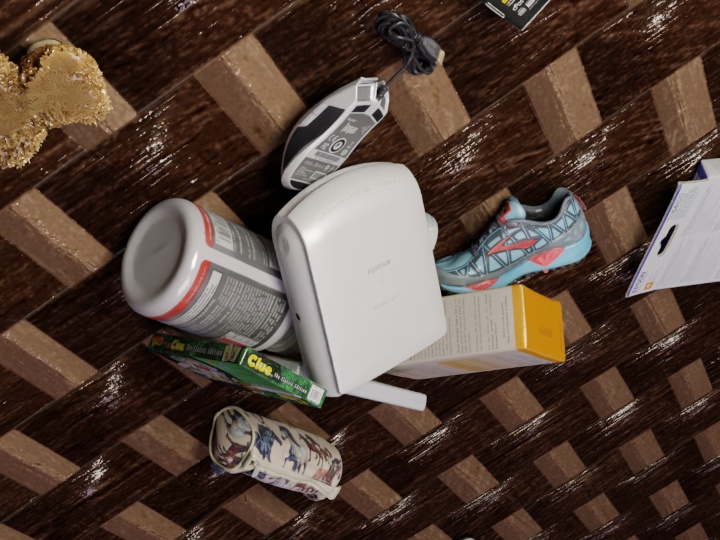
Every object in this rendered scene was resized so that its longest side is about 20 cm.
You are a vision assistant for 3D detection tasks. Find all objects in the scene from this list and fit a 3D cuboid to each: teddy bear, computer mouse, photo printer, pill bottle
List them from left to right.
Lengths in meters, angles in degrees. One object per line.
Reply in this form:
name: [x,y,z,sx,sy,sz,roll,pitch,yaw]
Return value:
teddy bear: [-0.302,-0.136,0.868,0.198,0.067,0.145,-31,132,14]
pill bottle: [-0.130,0.015,1.080,0.116,0.117,0.199,-43,138,19]
computer mouse: [-0.011,-0.156,1.014,0.200,0.044,0.109,-44,159,18]
photo printer: [0.000,0.000,1.073,0.165,0.069,0.203,-25,113,-33]

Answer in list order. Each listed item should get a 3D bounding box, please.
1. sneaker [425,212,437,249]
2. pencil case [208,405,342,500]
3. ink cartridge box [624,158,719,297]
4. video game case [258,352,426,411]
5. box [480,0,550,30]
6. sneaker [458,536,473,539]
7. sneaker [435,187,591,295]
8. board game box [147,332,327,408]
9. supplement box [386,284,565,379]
sneaker: [0.000,0.008,1.192,0.081,0.074,0.202,18,114,-33]
pencil case: [-0.103,0.236,1.360,0.078,0.090,0.199,-41,140,16]
ink cartridge box: [0.443,-0.059,1.390,0.197,0.041,0.202,-8,137,-23]
video game case: [-0.054,0.118,1.213,0.198,0.180,0.022,19,82,-42]
box: [0.151,-0.324,0.926,0.158,0.050,0.200,23,120,-41]
sneaker: [0.195,0.553,1.857,0.075,0.116,0.202,-22,141,-5]
sneaker: [0.165,-0.041,1.242,0.197,0.079,0.097,-20,118,-9]
board game box: [-0.128,0.099,1.092,0.104,0.199,0.024,35,71,-32]
supplement box: [0.119,0.073,1.235,0.197,0.075,0.125,-10,165,29]
